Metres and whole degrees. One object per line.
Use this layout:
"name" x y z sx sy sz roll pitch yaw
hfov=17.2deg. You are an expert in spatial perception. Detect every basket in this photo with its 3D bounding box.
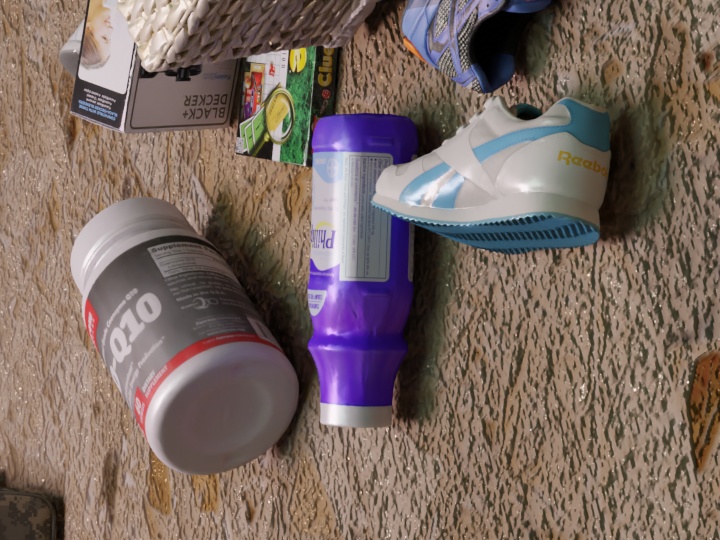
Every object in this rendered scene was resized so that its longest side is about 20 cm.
"basket" -0.072 -0.258 1.511 0.199 0.160 0.200 65 148 15

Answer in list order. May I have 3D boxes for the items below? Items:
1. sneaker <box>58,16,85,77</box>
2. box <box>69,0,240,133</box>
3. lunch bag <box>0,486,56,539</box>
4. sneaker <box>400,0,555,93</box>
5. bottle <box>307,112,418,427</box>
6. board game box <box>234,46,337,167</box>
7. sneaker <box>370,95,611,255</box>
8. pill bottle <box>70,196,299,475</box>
"sneaker" -0.178 -0.191 1.848 0.080 0.070 0.200 -60 8 -24
"box" -0.135 -0.203 1.714 0.060 0.116 0.201 22 107 35
"lunch bag" -0.349 0.271 2.021 0.168 0.139 0.201 -4 84 57
"sneaker" 0.092 -0.190 1.409 0.078 0.075 0.200 52 139 34
"bottle" 0.000 0.000 1.534 0.084 0.065 0.201 -173 85 -76
"board game box" -0.048 -0.176 1.667 0.105 0.023 0.201 12 99 56
"sneaker" 0.081 -0.057 1.415 0.200 0.076 0.081 0 74 56
"pill bottle" -0.132 0.043 1.705 0.200 0.114 0.114 54 132 44
